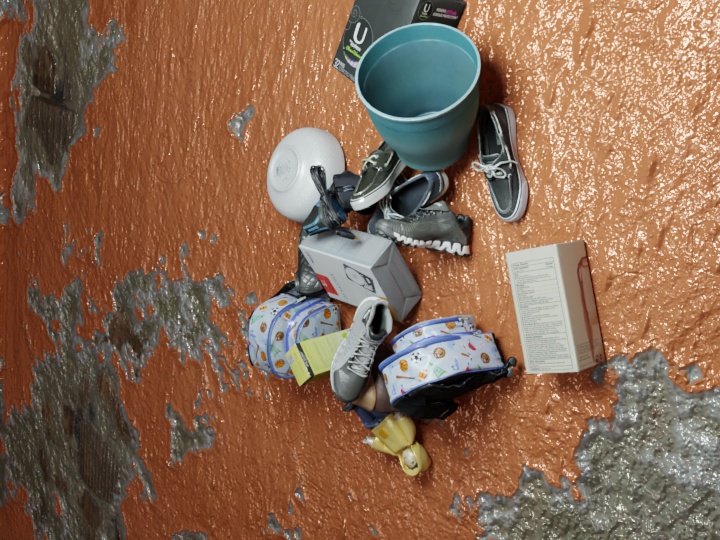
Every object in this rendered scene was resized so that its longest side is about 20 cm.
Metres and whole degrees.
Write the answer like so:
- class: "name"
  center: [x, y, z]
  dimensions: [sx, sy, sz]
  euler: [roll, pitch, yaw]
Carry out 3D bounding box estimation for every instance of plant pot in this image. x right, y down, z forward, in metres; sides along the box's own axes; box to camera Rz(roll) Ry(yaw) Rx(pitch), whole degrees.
- class: "plant pot"
  center: [0.107, -0.270, 1.342]
  dimensions: [0.200, 0.200, 0.188]
  euler: [48, 170, 30]

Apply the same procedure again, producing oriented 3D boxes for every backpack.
- class: "backpack"
  center: [-0.137, 0.136, 1.671]
  dimensions: [0.154, 0.190, 0.201]
  euler: [11, 113, 49]
- class: "backpack"
  center: [0.133, 0.166, 1.400]
  dimensions: [0.200, 0.190, 0.154]
  euler: [-44, 65, 41]

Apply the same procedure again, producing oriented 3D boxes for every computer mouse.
- class: "computer mouse"
  center: [-0.009, -0.122, 1.481]
  dimensions: [0.046, 0.200, 0.141]
  euler: [-25, 71, 28]

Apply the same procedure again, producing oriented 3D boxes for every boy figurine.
- class: "boy figurine"
  center: [0.054, 0.317, 1.564]
  dimensions: [0.200, 0.064, 0.124]
  euler: [49, 125, 0]

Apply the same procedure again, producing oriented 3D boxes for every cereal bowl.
- class: "cereal bowl"
  center: [-0.128, -0.203, 1.669]
  dimensions: [0.200, 0.083, 0.201]
  euler: [-8, 78, 42]

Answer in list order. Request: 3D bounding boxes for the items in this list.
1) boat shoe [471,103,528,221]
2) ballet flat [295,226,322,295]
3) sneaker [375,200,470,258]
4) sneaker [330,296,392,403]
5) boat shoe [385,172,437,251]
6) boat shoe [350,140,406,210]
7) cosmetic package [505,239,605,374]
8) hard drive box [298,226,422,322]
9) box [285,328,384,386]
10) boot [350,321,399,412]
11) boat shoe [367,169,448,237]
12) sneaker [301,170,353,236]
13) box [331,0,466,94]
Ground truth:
- class: "boat shoe"
  center: [0.230, -0.180, 1.344]
  dimensions: [0.073, 0.068, 0.200]
  euler: [1, 97, 46]
- class: "ballet flat"
  center: [-0.103, -0.031, 1.683]
  dimensions: [0.067, 0.057, 0.201]
  euler: [86, -176, -55]
- class: "sneaker"
  center: [0.115, -0.082, 1.401]
  dimensions: [0.066, 0.199, 0.091]
  euler: [23, 101, 59]
- class: "sneaker"
  center: [0.004, 0.138, 1.424]
  dimensions: [0.115, 0.075, 0.201]
  euler: [156, 132, -76]
- class: "boat shoe"
  center: [0.086, -0.112, 1.510]
  dimensions: [0.067, 0.057, 0.200]
  euler: [-51, 61, 37]
- class: "boat shoe"
  center: [0.029, -0.184, 1.456]
  dimensions: [0.071, 0.200, 0.064]
  euler: [-10, 123, 40]
- class: "cosmetic package"
  center: [0.311, 0.058, 1.285]
  dimensions: [0.103, 0.087, 0.201]
  euler: [-9, 91, 47]
- class: "hard drive box"
  center: [0.000, 0.000, 1.548]
  dimensions: [0.200, 0.077, 0.156]
  euler: [18, 148, 44]
- class: "box"
  center: [-0.045, 0.162, 1.583]
  dimensions: [0.050, 0.200, 0.075]
  euler: [-47, 65, 47]
- class: "boot"
  center: [0.055, 0.179, 1.538]
  dimensions: [0.072, 0.166, 0.201]
  euler: [124, 157, -59]
- class: "boat shoe"
  center: [0.074, -0.114, 1.452]
  dimensions: [0.200, 0.062, 0.075]
  euler: [-33, 79, 38]
- class: "sneaker"
  center: [-0.052, -0.132, 1.552]
  dimensions: [0.082, 0.200, 0.073]
  euler: [-28, 102, 30]
- class: "box"
  center: [0.065, -0.421, 1.435]
  dimensions: [0.149, 0.124, 0.200]
  euler: [44, 124, 32]
